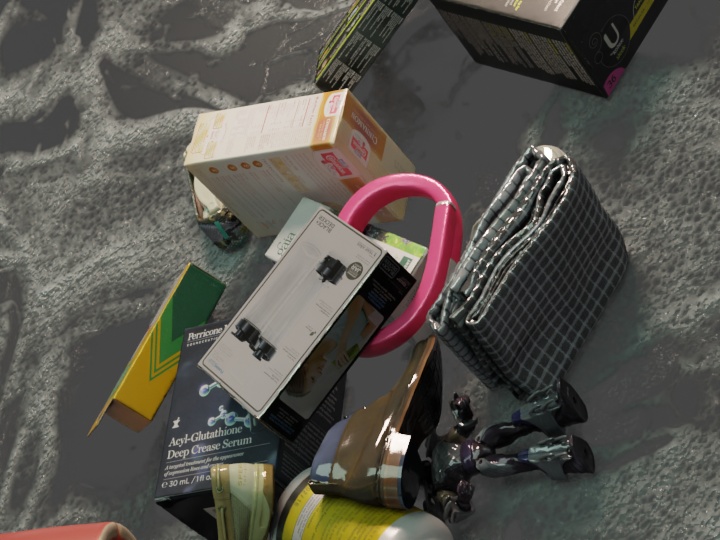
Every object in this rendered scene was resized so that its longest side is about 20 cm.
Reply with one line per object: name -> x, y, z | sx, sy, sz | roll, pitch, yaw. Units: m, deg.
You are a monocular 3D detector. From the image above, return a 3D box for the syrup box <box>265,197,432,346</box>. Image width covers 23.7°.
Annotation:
syrup box -> 0.000, 0.000, 1.794 | 0.199, 0.081, 0.079 | 24, 75, 42

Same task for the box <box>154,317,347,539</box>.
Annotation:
box -> -0.107, 0.155, 1.743 | 0.147, 0.107, 0.202 | -14, 52, 28

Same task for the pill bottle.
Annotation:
pill bottle -> 0.018, 0.261, 1.573 | 0.199, 0.111, 0.112 | 21, 73, 43

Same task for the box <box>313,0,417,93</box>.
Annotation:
box -> 0.023, -0.295, 1.919 | 0.201, 0.047, 0.193 | -53, 13, 15

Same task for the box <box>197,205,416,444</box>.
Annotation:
box -> -0.053, 0.051, 1.654 | 0.201, 0.060, 0.116 | -52, 45, -5

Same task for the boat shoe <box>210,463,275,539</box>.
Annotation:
boat shoe -> -0.124, 0.264, 1.632 | 0.062, 0.202, 0.074 | 7, 38, -9

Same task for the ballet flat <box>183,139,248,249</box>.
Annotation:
ballet flat -> -0.174, -0.114, 2.012 | 0.072, 0.072, 0.202 | -31, 46, 14

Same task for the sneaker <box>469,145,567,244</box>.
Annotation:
sneaker -> 0.156, -0.046, 1.716 | 0.075, 0.081, 0.202 | 4, 61, 40

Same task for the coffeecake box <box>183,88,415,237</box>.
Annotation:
coffeecake box -> -0.065, -0.113, 1.870 | 0.198, 0.154, 0.074 | -5, 57, 32

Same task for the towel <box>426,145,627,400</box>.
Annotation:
towel -> 0.163, 0.011, 1.610 | 0.085, 0.166, 0.201 | 23, 74, 37

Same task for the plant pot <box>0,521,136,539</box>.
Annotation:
plant pot -> -0.305, 0.344, 1.708 | 0.175, 0.201, 0.202 | -18, 49, 11

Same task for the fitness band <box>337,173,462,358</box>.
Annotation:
fitness band -> 0.028, -0.008, 1.697 | 0.142, 0.037, 0.202 | -6, 58, 31

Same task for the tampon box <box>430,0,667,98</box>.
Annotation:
tampon box -> 0.201, -0.296, 1.827 | 0.199, 0.126, 0.151 | 23, 75, 43

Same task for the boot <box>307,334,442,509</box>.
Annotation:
boot -> 0.018, 0.134, 1.596 | 0.096, 0.075, 0.201 | -1, 40, 19

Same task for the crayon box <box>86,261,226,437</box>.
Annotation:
crayon box -> -0.221, 0.099, 1.859 | 0.201, 0.051, 0.126 | -61, 7, -16

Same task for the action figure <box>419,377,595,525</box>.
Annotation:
action figure -> 0.117, 0.169, 1.599 | 0.198, 0.069, 0.131 | -21, 54, 27
